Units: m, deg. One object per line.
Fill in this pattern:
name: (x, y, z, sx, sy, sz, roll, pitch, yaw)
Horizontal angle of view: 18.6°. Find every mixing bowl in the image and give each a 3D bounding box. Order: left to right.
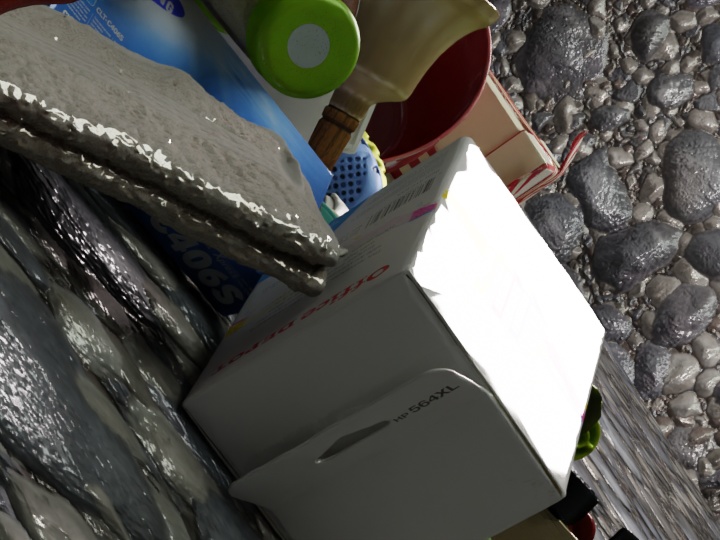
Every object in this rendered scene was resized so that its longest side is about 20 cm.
mixing bowl: (-0.013, -0.141, 1.567, 0.201, 0.199, 0.109, 58, -18, 17)

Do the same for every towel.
towel: (-0.100, -0.064, 0.966, 0.199, 0.035, 0.133, 26, 17, -26)

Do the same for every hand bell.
hand bell: (-0.014, -0.077, 1.212, 0.104, 0.201, 0.104, 28, -1, 1)

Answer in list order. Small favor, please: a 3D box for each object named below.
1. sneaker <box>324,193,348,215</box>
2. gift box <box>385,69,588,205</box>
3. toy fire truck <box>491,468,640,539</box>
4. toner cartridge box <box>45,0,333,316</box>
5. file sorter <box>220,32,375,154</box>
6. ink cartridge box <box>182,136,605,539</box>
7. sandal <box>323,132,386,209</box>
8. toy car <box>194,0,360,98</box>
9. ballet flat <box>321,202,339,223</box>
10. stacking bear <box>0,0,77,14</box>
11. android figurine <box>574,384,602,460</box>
sneaker: (0.000, 0.000, 1.385, 0.116, 0.073, 0.200, 58, 9, 1)
gift box: (0.061, -0.096, 1.702, 0.187, 0.199, 0.184, 57, 13, 4)
toy fire truck: (0.141, 0.188, 1.251, 0.176, 0.129, 0.200, 45, -4, 16)
toner cartridge box: (-0.097, -0.079, 1.103, 0.200, 0.043, 0.095, 50, 41, -31)
file sorter: (-0.048, -0.194, 1.297, 0.138, 0.201, 0.125, 10, 22, -34)
ink cartridge box: (0.019, 0.050, 1.008, 0.126, 0.128, 0.200, 53, 23, -12)
sandal: (-0.063, -0.102, 1.431, 0.200, 0.080, 0.087, 46, 7, 19)
toy car: (-0.016, -0.211, 1.125, 0.158, 0.200, 0.164, 50, -1, -26)
ballet flat: (-0.018, 0.036, 1.219, 0.070, 0.069, 0.200, 49, 12, -37)
stacking bear: (-0.184, -0.160, 0.880, 0.114, 0.121, 0.200, 59, -4, -25)
android figurine: (0.064, 0.028, 1.225, 0.182, 0.041, 0.200, 47, -3, -24)
